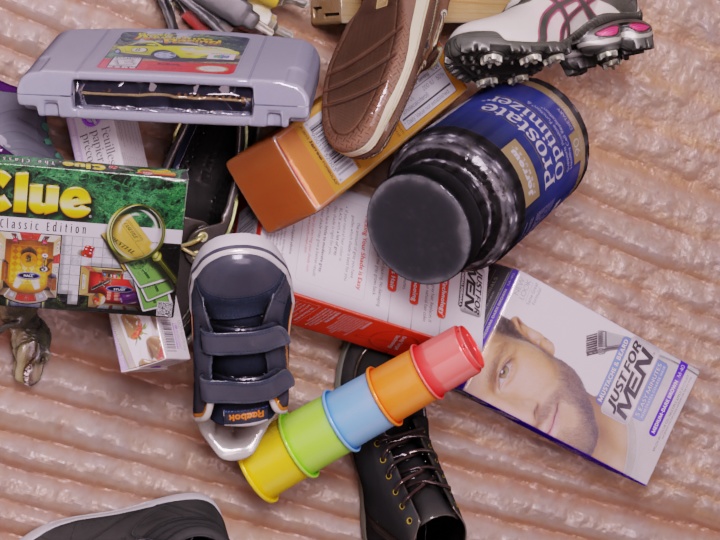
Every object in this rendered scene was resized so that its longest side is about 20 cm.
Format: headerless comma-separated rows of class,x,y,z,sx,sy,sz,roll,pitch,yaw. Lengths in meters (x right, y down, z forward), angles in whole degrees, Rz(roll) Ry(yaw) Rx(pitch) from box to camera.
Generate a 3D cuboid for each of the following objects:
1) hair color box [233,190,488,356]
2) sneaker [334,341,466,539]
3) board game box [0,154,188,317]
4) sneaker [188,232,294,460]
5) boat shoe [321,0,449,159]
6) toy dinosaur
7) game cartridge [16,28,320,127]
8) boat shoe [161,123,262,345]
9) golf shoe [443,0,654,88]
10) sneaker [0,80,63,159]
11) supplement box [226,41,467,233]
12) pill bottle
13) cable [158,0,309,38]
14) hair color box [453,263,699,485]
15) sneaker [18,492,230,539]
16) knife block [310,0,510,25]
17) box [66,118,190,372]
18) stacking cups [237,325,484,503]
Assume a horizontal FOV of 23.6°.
hair color box,0.000,0.000,1.330,0.199,0.061,0.102,18,64,-23
sneaker,0.039,0.145,1.356,0.074,0.106,0.201,-14,101,-21
board game box,-0.220,-0.025,1.162,0.199,0.023,0.105,4,111,-11
sneaker,-0.084,0.061,1.248,0.078,0.080,0.201,-4,141,-7
boat shoe,0.032,-0.164,1.247,0.075,0.074,0.204,34,63,-41
toy dinosaur,-0.267,0.001,1.219,0.088,0.048,0.201,-9,134,-13
game cartridge,-0.130,-0.138,1.217,0.198,0.133,0.041,3,108,1
boat shoe,-0.127,-0.040,1.277,0.071,0.061,0.203,15,86,9
golf shoe,0.133,-0.191,1.311,0.199,0.077,0.089,-12,85,-40
sneaker,-0.233,-0.082,1.236,0.200,0.074,0.088,48,64,-25
supplement box,-0.007,-0.108,1.289,0.200,0.066,0.069,-38,100,-41
pill bottle,0.088,-0.066,1.303,0.200,0.111,0.112,-40,114,-52
cable,-0.141,-0.215,1.287,0.199,0.050,0.097,34,100,-11
hair color box,0.172,0.087,1.431,0.199,0.065,0.110,28,86,-22
sneaker,-0.183,0.222,1.275,0.199,0.099,0.071,-17,104,-19
knife block,0.084,-0.216,1.357,0.176,0.064,0.200,45,78,-20
box,-0.167,-0.027,1.240,0.038,0.041,0.201,-17,81,20
stacking cups,-0.001,0.102,1.315,0.199,0.061,0.061,-33,109,12
